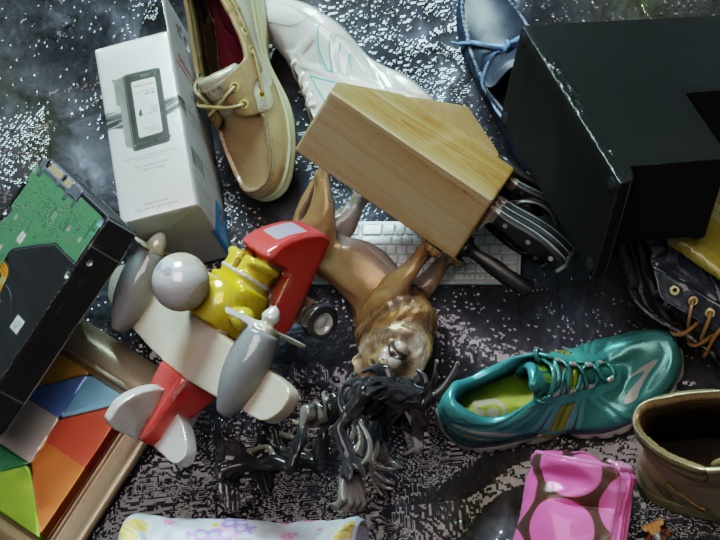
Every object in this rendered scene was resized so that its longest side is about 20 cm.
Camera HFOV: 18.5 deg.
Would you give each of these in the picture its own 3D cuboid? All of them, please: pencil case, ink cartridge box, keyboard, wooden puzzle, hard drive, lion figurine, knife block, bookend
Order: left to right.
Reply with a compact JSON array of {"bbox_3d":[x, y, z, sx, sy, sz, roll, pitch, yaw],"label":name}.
[{"bbox_3d":[-0.270,0.020,1.754,0.201,0.038,0.140,-57,39,3],"label":"hard drive"},{"bbox_3d":[-0.268,0.127,1.786,0.184,0.037,0.201,30,76,19],"label":"wooden puzzle"},{"bbox_3d":[-0.165,-0.114,1.819,0.067,0.116,0.201,-13,67,6],"label":"ink cartridge box"},{"bbox_3d":[-0.089,0.228,1.687,0.198,0.091,0.084,0,69,9],"label":"pencil case"},{"bbox_3d":[0.000,0.000,1.768,0.123,0.072,0.200,-49,63,13],"label":"lion figurine"},{"bbox_3d":[0.033,-0.014,1.804,0.198,0.011,0.057,0,69,9],"label":"keyboard"},{"bbox_3d":[0.069,-0.057,1.720,0.064,0.199,0.176,-57,44,30],"label":"knife block"},{"bbox_3d":[0.158,0.232,1.645,0.093,0.090,0.201,-12,63,47],"label":"pencil case"},{"bbox_3d":[0.237,-0.100,1.683,0.199,0.093,0.199,-6,42,-19],"label":"bookend"}]

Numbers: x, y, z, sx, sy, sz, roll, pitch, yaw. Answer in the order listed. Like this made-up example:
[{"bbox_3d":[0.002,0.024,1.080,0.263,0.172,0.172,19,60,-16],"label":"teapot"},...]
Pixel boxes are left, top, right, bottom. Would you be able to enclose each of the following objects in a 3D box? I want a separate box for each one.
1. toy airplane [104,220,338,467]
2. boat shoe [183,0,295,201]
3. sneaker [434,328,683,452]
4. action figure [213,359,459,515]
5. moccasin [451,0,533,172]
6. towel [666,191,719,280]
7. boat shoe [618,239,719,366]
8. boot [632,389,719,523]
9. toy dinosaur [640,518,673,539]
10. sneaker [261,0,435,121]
[{"bbox_3d":[-0.127,0.048,1.702,0.199,0.141,0.200,-13,45,22],"label":"toy airplane"},{"bbox_3d":[-0.108,-0.154,1.829,0.074,0.066,0.201,-22,78,36],"label":"boat shoe"},{"bbox_3d":[0.155,0.092,1.704,0.199,0.080,0.078,-17,67,2],"label":"sneaker"},{"bbox_3d":[-0.008,0.132,1.686,0.199,0.119,0.103,-21,84,27],"label":"action figure"},{"bbox_3d":[0.137,-0.158,1.810,0.080,0.068,0.201,-27,67,-2],"label":"moccasin"},{"bbox_3d":[0.339,-0.010,1.697,0.199,0.023,0.144,35,44,14],"label":"towel"},{"bbox_3d":[0.267,0.039,1.696,0.090,0.071,0.201,-6,56,-26],"label":"boat shoe"},{"bbox_3d":[0.297,0.146,1.616,0.199,0.156,0.073,14,72,15],"label":"boot"},{"bbox_3d":[0.214,0.281,1.620,0.199,0.105,0.182,-31,46,10],"label":"toy dinosaur"},{"bbox_3d":[-0.023,-0.155,1.837,0.200,0.070,0.080,39,82,20],"label":"sneaker"}]
